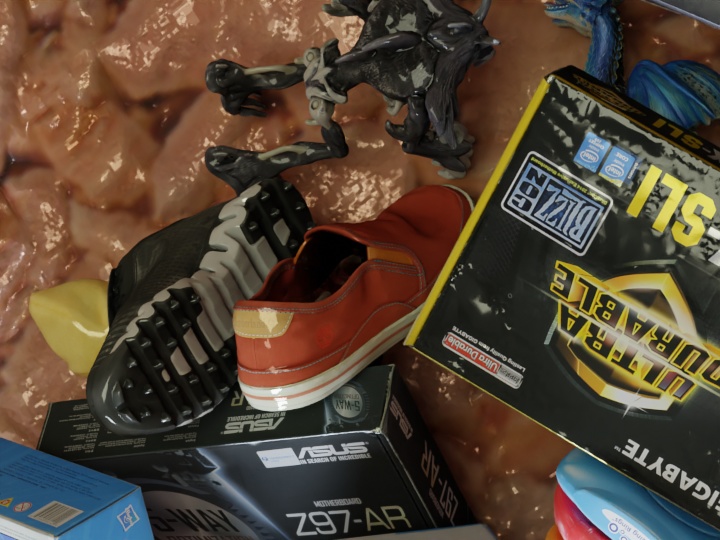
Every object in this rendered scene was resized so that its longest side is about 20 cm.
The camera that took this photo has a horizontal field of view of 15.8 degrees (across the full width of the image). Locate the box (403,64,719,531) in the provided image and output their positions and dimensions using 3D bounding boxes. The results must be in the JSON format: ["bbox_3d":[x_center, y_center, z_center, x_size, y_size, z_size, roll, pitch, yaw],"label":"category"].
[{"bbox_3d":[0.145,0.016,1.273,0.200,0.049,0.160,31,107,9],"label":"box"}]

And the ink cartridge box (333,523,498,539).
[{"bbox_3d":[0.003,0.230,1.328,0.068,0.115,0.201,50,130,41],"label":"ink cartridge box"}]

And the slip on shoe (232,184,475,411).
[{"bbox_3d":[0.000,0.000,1.334,0.074,0.200,0.061,2,118,35],"label":"slip on shoe"}]

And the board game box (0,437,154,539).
[{"bbox_3d":[-0.170,0.189,1.351,0.200,0.056,0.197,13,124,47],"label":"board game box"}]

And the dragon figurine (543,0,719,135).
[{"bbox_3d":[0.161,-0.075,1.335,0.200,0.059,0.100,35,108,26],"label":"dragon figurine"}]

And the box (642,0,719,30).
[{"bbox_3d":[0.169,-0.187,1.301,0.199,0.132,0.115,26,102,20],"label":"box"}]

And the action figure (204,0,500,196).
[{"bbox_3d":[0.011,-0.104,1.380,0.200,0.102,0.119,-18,80,36],"label":"action figure"}]

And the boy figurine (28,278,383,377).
[{"bbox_3d":[-0.094,0.051,1.432,0.199,0.064,0.125,9,82,23],"label":"boy figurine"}]

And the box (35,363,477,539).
[{"bbox_3d":[-0.050,0.124,1.371,0.199,0.160,0.044,-7,47,21],"label":"box"}]

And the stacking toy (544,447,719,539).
[{"bbox_3d":[0.113,0.189,1.342,0.116,0.110,0.200,40,115,14],"label":"stacking toy"}]

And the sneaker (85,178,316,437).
[{"bbox_3d":[-0.099,0.026,1.343,0.090,0.200,0.067,-15,115,34],"label":"sneaker"}]
